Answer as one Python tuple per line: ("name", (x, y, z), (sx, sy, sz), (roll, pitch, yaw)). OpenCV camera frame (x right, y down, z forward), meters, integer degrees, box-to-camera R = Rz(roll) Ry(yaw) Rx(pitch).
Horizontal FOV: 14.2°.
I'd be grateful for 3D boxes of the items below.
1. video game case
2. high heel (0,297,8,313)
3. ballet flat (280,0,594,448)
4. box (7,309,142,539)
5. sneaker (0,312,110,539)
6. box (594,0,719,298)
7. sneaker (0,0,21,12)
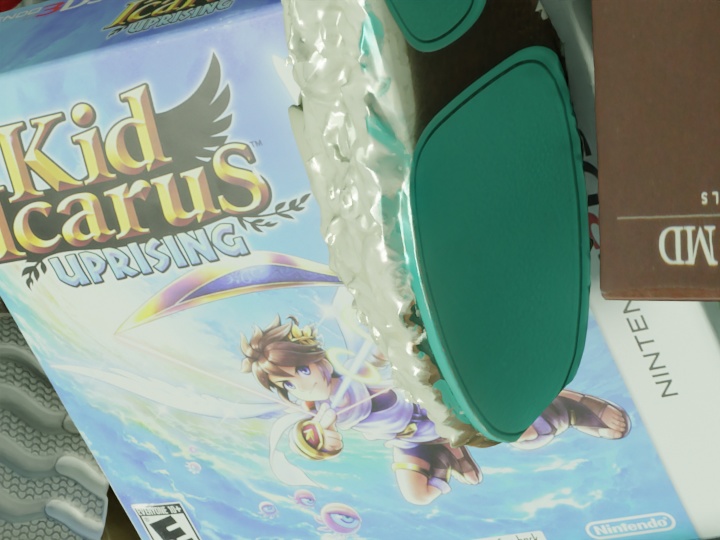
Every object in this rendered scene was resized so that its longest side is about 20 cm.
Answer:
("video game case", (0.000, 0.000, 0.771), (0.200, 0.045, 0.181), (-11, 119, 29))
("high heel", (-0.171, 0.012, 0.917), (0.142, 0.200, 0.071), (3, 143, 42))
("ballet flat", (0.008, -0.055, 0.668), (0.072, 0.072, 0.200), (14, 127, 38))
("box", (-0.124, 0.097, 0.927), (0.164, 0.021, 0.200), (-58, 35, 29))
("sneaker", (-0.131, 0.108, 0.841), (0.082, 0.075, 0.200), (-12, 60, 70))
("box", (0.106, -0.093, 0.645), (0.100, 0.075, 0.200), (-2, 93, 56))
("sneaker", (-0.143, -0.094, 0.836), (0.078, 0.200, 0.116), (38, 89, 18))
